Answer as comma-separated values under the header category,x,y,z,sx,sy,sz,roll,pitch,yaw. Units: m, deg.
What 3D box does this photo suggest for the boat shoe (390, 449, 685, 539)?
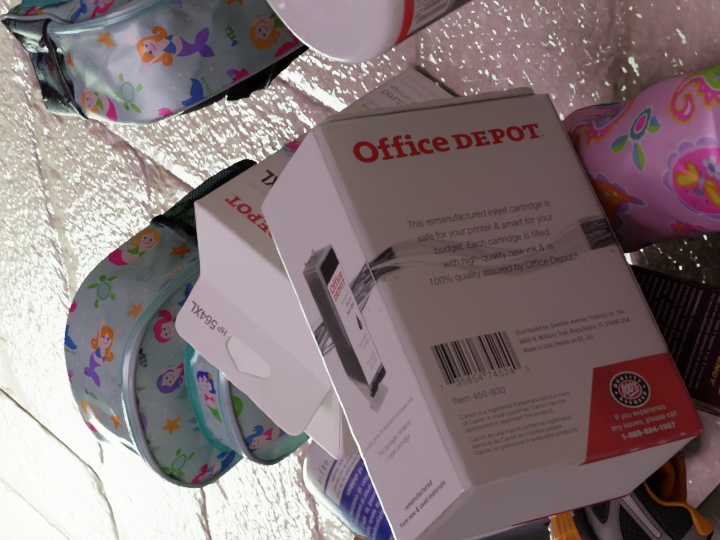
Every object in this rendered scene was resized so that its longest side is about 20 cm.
category,x,y,z,sx,sy,sz,roll,pitch,yaw
boat shoe,0.099,0.124,1.377,0.199,0.070,0.067,-27,66,26

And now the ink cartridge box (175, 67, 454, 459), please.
category,x,y,z,sx,sy,sz,roll,pitch,yaw
ink cartridge box,0.000,0.000,1.344,0.128,0.200,0.126,38,147,32

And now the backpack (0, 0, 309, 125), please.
category,x,y,z,sx,sy,sz,roll,pitch,yaw
backpack,-0.113,-0.167,1.374,0.200,0.177,0.151,24,141,59

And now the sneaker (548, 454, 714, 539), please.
category,x,y,z,sx,sy,sz,roll,pitch,yaw
sneaker,0.140,0.110,1.258,0.078,0.077,0.201,43,-162,-35

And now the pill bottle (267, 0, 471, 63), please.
category,x,y,z,sx,sy,sz,roll,pitch,yaw
pill bottle,0.047,-0.189,1.066,0.114,0.199,0.114,39,147,31

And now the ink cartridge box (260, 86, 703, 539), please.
category,x,y,z,sx,sy,sz,roll,pitch,yaw
ink cartridge box,0.057,0.021,1.129,0.083,0.146,0.201,-52,55,52

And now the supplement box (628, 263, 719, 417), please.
category,x,y,z,sx,sy,sz,roll,pitch,yaw
supplement box,0.172,0.039,1.201,0.108,0.061,0.199,21,178,-39

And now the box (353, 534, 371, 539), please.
category,x,y,z,sx,sy,sz,roll,pitch,yaw
box,0.084,0.234,1.401,0.199,0.021,0.164,22,154,10

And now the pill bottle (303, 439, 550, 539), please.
category,x,y,z,sx,sy,sz,roll,pitch,yaw
pill bottle,0.068,0.161,1.491,0.200,0.119,0.120,41,149,28

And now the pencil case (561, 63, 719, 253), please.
category,x,y,z,sx,sy,sz,roll,pitch,yaw
pencil case,0.175,-0.062,1.127,0.088,0.087,0.200,60,152,-6

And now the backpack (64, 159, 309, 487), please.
category,x,y,z,sx,sy,sz,roll,pitch,yaw
backpack,-0.095,0.046,1.533,0.150,0.199,0.178,30,142,41

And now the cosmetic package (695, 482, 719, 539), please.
category,x,y,z,sx,sy,sz,roll,pitch,yaw
cosmetic package,0.227,0.171,1.282,0.107,0.090,0.200,46,148,14
